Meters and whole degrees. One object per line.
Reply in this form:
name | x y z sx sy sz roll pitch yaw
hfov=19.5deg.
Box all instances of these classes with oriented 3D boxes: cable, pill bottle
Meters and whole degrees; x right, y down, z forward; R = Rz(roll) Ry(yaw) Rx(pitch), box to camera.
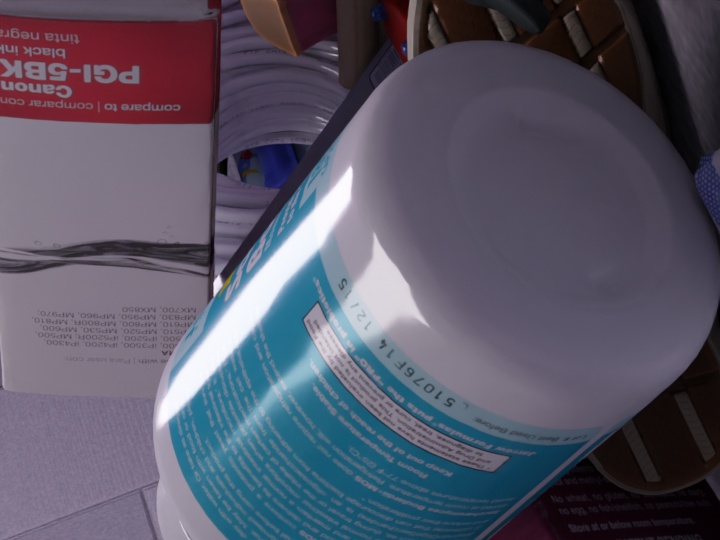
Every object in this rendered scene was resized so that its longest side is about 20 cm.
cable | -0.039 -0.052 0.957 0.069 0.199 0.200 85 166 -46
pill bottle | 0.008 0.031 0.612 0.200 0.110 0.111 -49 56 47

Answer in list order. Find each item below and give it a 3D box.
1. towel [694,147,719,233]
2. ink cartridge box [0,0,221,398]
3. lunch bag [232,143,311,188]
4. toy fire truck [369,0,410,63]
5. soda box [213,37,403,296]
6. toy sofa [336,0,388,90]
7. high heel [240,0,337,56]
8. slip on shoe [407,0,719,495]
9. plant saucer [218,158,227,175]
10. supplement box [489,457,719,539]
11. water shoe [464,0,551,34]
towel | 0.124 0.014 0.462 0.200 0.024 0.147 97 152 -79
ink cartridge box | -0.092 -0.068 0.763 0.200 0.083 0.147 96 173 -49
lunch bag | -0.005 -0.043 1.098 0.161 0.082 0.200 42 -161 -45
toy fire truck | -0.009 -0.129 0.642 0.049 0.141 0.200 -124 15 -54
soda box | 0.000 0.000 0.816 0.200 0.068 0.064 -53 47 33
toy sofa | -0.018 -0.153 0.848 0.200 0.097 0.083 -119 22 -55
high heel | 0.038 -0.107 0.902 0.200 0.096 0.068 30 148 50
slip on shoe | 0.069 -0.027 0.669 0.061 0.076 0.201 -85 -29 -72
plant saucer | -0.133 -0.103 1.085 0.200 0.048 0.200 44 -163 -21
supplement box | 0.063 0.130 0.714 0.103 0.131 0.200 4 -135 -46
water shoe | 0.048 -0.137 0.530 0.079 0.072 0.200 32 156 8
